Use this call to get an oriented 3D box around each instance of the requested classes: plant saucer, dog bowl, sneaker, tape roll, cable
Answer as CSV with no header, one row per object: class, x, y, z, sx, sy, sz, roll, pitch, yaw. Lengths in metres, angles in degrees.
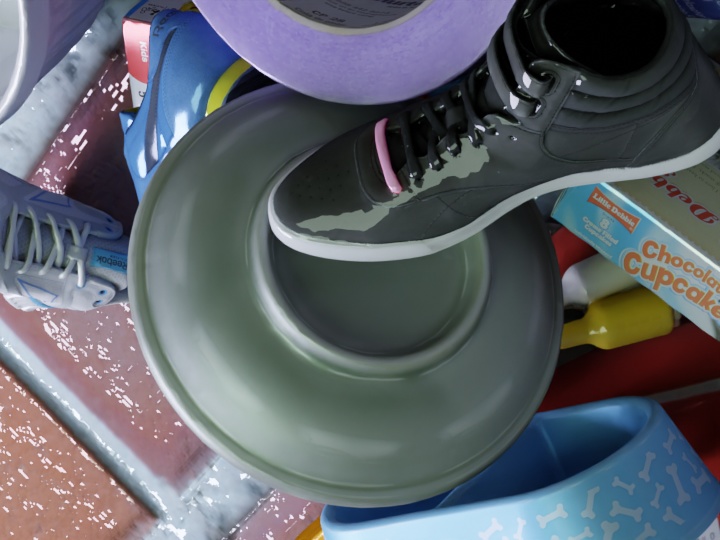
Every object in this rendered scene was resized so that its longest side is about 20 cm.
plant saucer,0.000,0.000,1.056,0.200,0.200,0.050,42,154,4
dog bowl,0.065,0.105,1.081,0.199,0.111,0.050,-14,107,40
sneaker,-0.166,-0.016,1.281,0.086,0.200,0.076,9,87,18
sneaker,0.049,-0.068,0.985,0.199,0.071,0.099,-15,149,6
tape roll,0.011,-0.179,1.059,0.199,0.085,0.201,10,111,29
cable,0.060,0.028,1.121,0.097,0.199,0.051,47,151,34
sneaker,-0.080,-0.037,1.191,0.078,0.066,0.201,32,133,30

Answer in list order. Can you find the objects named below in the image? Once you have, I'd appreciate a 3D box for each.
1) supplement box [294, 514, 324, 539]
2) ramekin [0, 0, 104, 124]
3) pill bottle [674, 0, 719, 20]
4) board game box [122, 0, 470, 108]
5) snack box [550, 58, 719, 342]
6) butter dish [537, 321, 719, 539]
supplement box,0.050,0.206,1.327,0.200,0.074,0.126,47,134,0
ramekin,-0.220,-0.173,1.243,0.199,0.105,0.201,18,127,25
pill bottle,0.187,-0.151,0.962,0.199,0.111,0.112,8,124,31
board game box,-0.015,-0.035,1.223,0.195,0.056,0.201,13,126,29
snack box,0.193,-0.003,1.054,0.200,0.116,0.037,38,135,9
butter dish,0.177,0.135,1.151,0.199,0.147,0.201,-17,65,39
